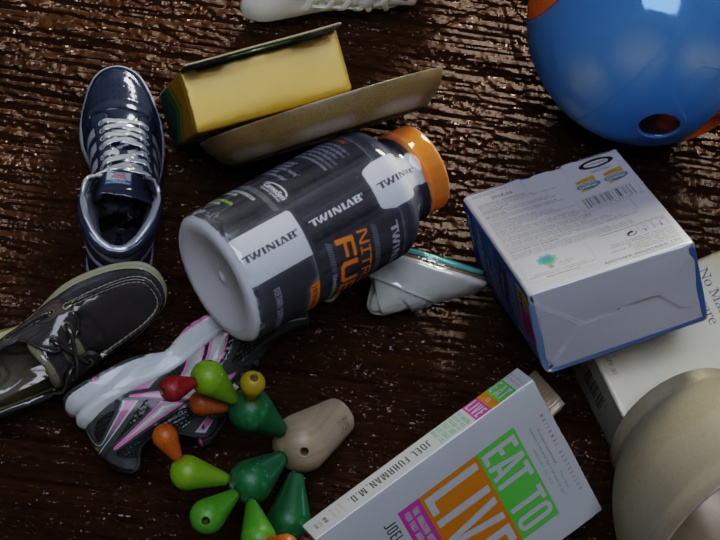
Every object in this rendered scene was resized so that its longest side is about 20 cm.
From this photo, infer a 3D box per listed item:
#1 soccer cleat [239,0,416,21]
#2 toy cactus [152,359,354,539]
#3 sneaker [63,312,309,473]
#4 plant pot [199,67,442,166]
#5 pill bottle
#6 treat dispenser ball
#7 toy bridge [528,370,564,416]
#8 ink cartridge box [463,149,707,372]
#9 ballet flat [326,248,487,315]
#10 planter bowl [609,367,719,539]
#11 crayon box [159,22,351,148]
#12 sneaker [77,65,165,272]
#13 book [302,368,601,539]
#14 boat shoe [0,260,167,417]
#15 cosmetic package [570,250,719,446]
[{"bbox_3d":[-0.003,-0.247,1.712,0.199,0.070,0.087,-29,74,-15],"label":"soccer cleat"},{"bbox_3d":[-0.064,0.143,1.540,0.165,0.102,0.201,-34,101,-40],"label":"toy cactus"},{"bbox_3d":[-0.124,0.090,1.584,0.199,0.080,0.087,-29,85,-5],"label":"sneaker"},{"bbox_3d":[-0.027,-0.117,1.602,0.199,0.200,0.028,-17,92,-11],"label":"plant pot"},{"bbox_3d":[-0.029,-0.037,1.540,0.199,0.106,0.106,-30,75,-25],"label":"pill bottle"},{"bbox_3d":[0.232,-0.201,1.646,0.199,0.201,0.202,2,69,-4],"label":"treat dispenser ball"},{"bbox_3d":[0.085,0.166,1.590,0.200,0.027,0.067,-40,79,-17],"label":"toy bridge"},{"bbox_3d":[0.166,-0.018,1.592,0.136,0.077,0.200,-17,33,-7],"label":"ink cartridge box"},{"bbox_3d":[0.000,0.000,1.632,0.199,0.070,0.070,19,69,6],"label":"ballet flat"},{"bbox_3d":[0.269,0.159,1.537,0.199,0.201,0.135,-21,46,-12],"label":"planter bowl"},{"bbox_3d":[-0.083,-0.141,1.595,0.125,0.200,0.052,-16,91,-10],"label":"crayon box"},{"bbox_3d":[-0.188,-0.085,1.615,0.070,0.109,0.201,0,70,-6],"label":"sneaker"},{"bbox_3d":[0.068,0.181,1.525,0.200,0.048,0.134,-36,121,-11],"label":"book"},{"bbox_3d":[-0.233,0.064,1.554,0.199,0.065,0.073,-31,117,5],"label":"boat shoe"},{"bbox_3d":[0.269,0.051,1.626,0.199,0.073,0.104,-23,73,-12],"label":"cosmetic package"}]
